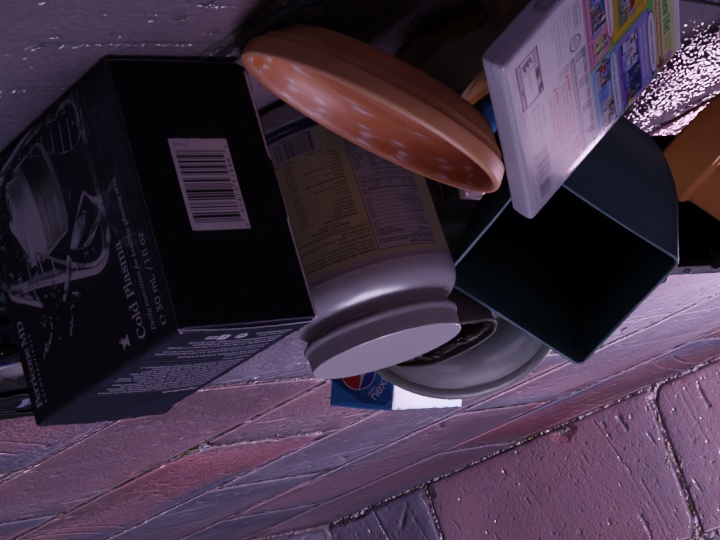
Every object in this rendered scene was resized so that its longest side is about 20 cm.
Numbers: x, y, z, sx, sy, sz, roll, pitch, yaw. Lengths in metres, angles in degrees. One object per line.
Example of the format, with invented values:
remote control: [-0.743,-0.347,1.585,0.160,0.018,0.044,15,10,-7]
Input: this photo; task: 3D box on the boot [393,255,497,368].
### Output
boot: [-0.001,-0.001,1.475,0.182,0.200,0.073,-19,156,-5]

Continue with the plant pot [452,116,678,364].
plant pot: [0.182,-0.055,1.475,0.141,0.141,0.200,-52,-170,36]

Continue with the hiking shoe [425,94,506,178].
hiking shoe: [0.086,-0.108,1.413,0.074,0.087,0.200,-9,163,-31]

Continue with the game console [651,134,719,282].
game console: [0.290,-0.030,1.678,0.176,0.200,0.117,-3,131,-5]

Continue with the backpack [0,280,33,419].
backpack: [-0.271,0.051,1.444,0.200,0.151,0.177,-2,165,-28]

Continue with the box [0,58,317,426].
box: [-0.156,-0.017,1.222,0.124,0.200,0.197,-4,160,-40]

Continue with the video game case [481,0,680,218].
video game case: [0.156,-0.150,1.182,0.182,0.022,0.200,-48,154,-14]

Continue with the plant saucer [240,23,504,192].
plant saucer: [0.013,-0.115,1.188,0.038,0.200,0.200,-62,166,-6]

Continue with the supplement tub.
supplement tub: [-0.009,-0.028,1.364,0.145,0.200,0.145,-17,166,-4]

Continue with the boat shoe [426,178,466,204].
boat shoe: [0.046,-0.017,1.650,0.059,0.072,0.200,-13,142,-32]

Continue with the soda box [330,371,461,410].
soda box: [0.038,0.097,1.647,0.064,0.068,0.200,2,177,22]

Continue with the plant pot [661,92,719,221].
plant pot: [0.379,-0.106,1.548,0.200,0.140,0.200,-40,170,-9]

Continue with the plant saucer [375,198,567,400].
plant saucer: [0.082,0.014,1.517,0.200,0.200,0.050,-18,150,-1]

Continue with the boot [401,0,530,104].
boot: [0.123,-0.164,1.277,0.144,0.071,0.201,-9,159,-32]
